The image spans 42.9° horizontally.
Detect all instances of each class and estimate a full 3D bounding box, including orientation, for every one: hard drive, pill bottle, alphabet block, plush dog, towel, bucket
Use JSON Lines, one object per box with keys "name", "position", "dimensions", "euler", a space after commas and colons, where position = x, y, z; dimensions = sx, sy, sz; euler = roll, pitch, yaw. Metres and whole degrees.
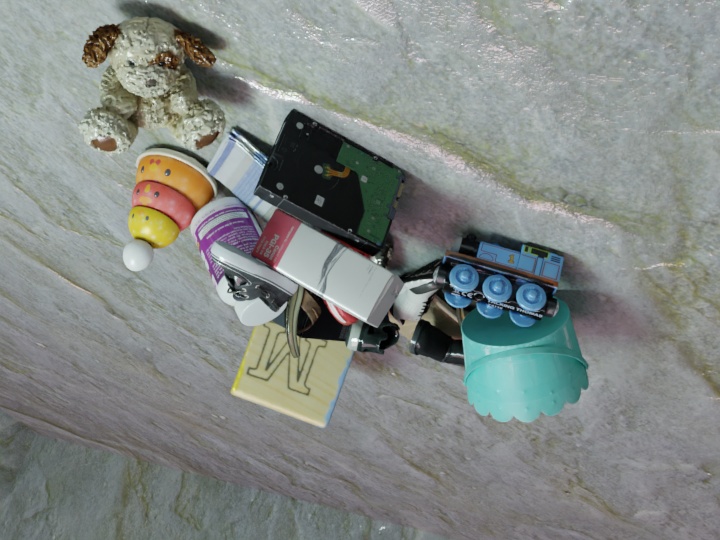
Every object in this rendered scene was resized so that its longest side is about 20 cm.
{"name": "hard drive", "position": [-0.040, -0.124, 1.315], "dimensions": [0.199, 0.140, 0.038], "euler": [26, 153, -15]}
{"name": "pill bottle", "position": [-0.196, -0.013, 1.499], "dimensions": [0.112, 0.201, 0.112], "euler": [-22, 151, -13]}
{"name": "alphabet block", "position": [-0.131, 0.181, 1.829], "dimensions": [0.199, 0.197, 0.195], "euler": [21, 175, -5]}
{"name": "plush dog", "position": [-0.286, -0.268, 1.250], "dimensions": [0.199, 0.161, 0.172], "euler": [-4, 142, -16]}
{"name": "towel", "position": [-0.155, -0.125, 1.455], "dimensions": [0.200, 0.024, 0.147], "euler": [43, 150, -6]}
{"name": "bucket", "position": [0.261, 0.136, 1.486], "dimensions": [0.206, 0.207, 0.136], "euler": [0, 117, 33]}

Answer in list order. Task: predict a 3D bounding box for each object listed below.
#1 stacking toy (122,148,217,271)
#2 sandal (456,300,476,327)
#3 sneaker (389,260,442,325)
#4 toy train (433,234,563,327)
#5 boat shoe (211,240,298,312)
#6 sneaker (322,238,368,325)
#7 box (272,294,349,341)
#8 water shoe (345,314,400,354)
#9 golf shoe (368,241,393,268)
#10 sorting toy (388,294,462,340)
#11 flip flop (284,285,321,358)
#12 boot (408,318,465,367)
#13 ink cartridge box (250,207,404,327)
{"name": "stacking toy", "position": [-0.332, -0.087, 1.510], "dimensions": [0.145, 0.201, 0.146], "euler": [15, 153, 8]}
{"name": "sandal", "position": [0.209, 0.069, 1.583], "dimensions": [0.081, 0.055, 0.200], "euler": [-9, 146, 0]}
{"name": "sneaker", "position": [0.103, 0.041, 1.581], "dimensions": [0.080, 0.074, 0.200], "euler": [58, 154, -1]}
{"name": "toy train", "position": [0.216, 0.011, 1.425], "dimensions": [0.199, 0.115, 0.087], "euler": [16, 152, 5]}
{"name": "boat shoe", "position": [-0.161, 0.016, 1.327], "dimensions": [0.070, 0.066, 0.200], "euler": [30, 178, 26]}
{"name": "sneaker", "position": [-0.009, -0.012, 1.488], "dimensions": [0.115, 0.078, 0.201], "euler": [-10, 104, 27]}
{"name": "box", "position": [-0.116, 0.053, 1.641], "dimensions": [0.199, 0.079, 0.141], "euler": [26, -173, 38]}
{"name": "water shoe", "position": [0.032, 0.112, 1.619], "dimensions": [0.078, 0.072, 0.200], "euler": [17, -166, 12]}
{"name": "golf shoe", "position": [0.000, 0.000, 1.595], "dimensions": [0.088, 0.077, 0.200], "euler": [26, 153, -1]}
{"name": "sorting toy", "position": [0.130, 0.094, 1.735], "dimensions": [0.199, 0.037, 0.185], "euler": [-5, 144, 47]}
{"name": "flip flop", "position": [-0.090, 0.048, 1.487], "dimensions": [0.057, 0.201, 0.081], "euler": [6, -169, -11]}
{"name": "boot", "position": [0.198, 0.151, 1.642], "dimensions": [0.199, 0.066, 0.165], "euler": [19, 178, 18]}
{"name": "ink cartridge box", "position": [-0.045, -0.001, 1.354], "dimensions": [0.199, 0.083, 0.147], "euler": [30, 178, 10]}
